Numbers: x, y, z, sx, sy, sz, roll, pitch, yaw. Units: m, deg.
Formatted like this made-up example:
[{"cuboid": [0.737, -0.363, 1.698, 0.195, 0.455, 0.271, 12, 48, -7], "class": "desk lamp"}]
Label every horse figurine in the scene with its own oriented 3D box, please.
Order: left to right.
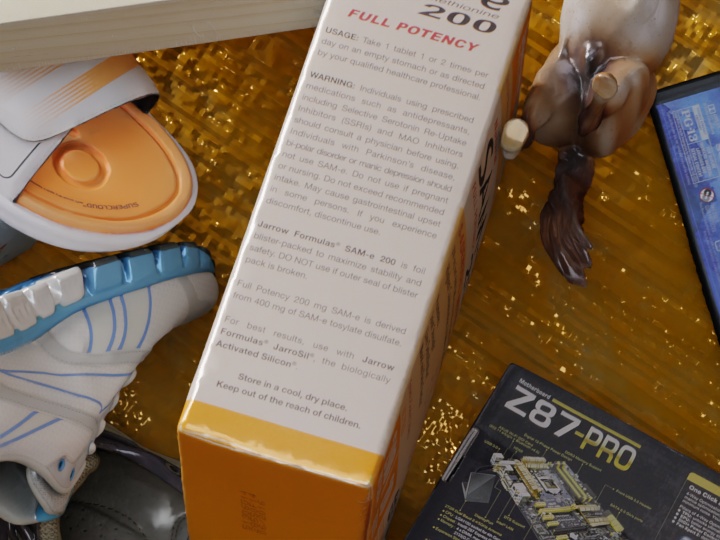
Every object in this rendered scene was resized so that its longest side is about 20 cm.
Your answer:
[{"cuboid": [0.098, -0.095, 1.080, 0.050, 0.133, 0.200, 20, 93, 10], "class": "horse figurine"}]

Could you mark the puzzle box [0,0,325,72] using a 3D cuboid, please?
[{"cuboid": [-0.104, -0.155, 1.078, 0.133, 0.025, 0.200, -10, 48, -15], "class": "puzzle box"}]

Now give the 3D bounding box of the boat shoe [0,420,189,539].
[{"cuboid": [-0.111, 0.089, 1.103, 0.200, 0.065, 0.072, 20, 86, 7], "class": "boat shoe"}]

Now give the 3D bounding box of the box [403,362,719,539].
[{"cuboid": [0.103, 0.145, 1.051, 0.200, 0.049, 0.161, 28, 58, 7], "class": "box"}]

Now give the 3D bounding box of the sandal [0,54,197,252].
[{"cuboid": [-0.141, -0.091, 1.064, 0.207, 0.059, 0.079, 43, 51, 2], "class": "sandal"}]

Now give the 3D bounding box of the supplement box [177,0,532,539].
[{"cuboid": [0.000, 0.000, 1.046, 0.073, 0.126, 0.200, 16, 68, 6], "class": "supplement box"}]

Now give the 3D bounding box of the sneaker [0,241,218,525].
[{"cuboid": [-0.118, 0.046, 1.061, 0.075, 0.200, 0.087, -18, 93, 39], "class": "sneaker"}]

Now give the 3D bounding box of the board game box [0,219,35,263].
[{"cuboid": [-0.230, -0.065, 1.091, 0.148, 0.064, 0.200, -34, 80, -35], "class": "board game box"}]

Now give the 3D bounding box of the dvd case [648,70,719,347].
[{"cuboid": [0.225, -0.029, 1.109, 0.200, 0.018, 0.143, -16, 82, 4], "class": "dvd case"}]
